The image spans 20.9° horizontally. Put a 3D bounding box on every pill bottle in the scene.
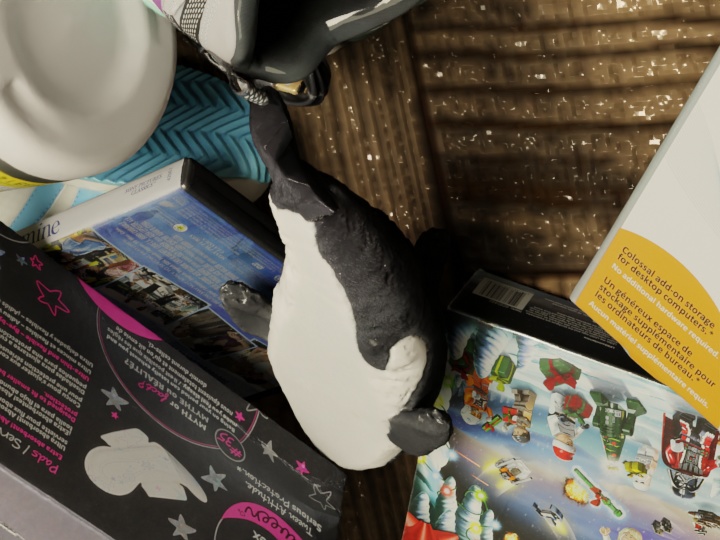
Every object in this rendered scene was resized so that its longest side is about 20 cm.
[{"bbox_3d":[-0.177,-0.080,0.749,0.200,0.111,0.112,-7,112,38],"label":"pill bottle"}]

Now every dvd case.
[{"bbox_3d":[-0.099,0.023,0.828,0.200,0.018,0.143,-20,140,33],"label":"dvd case"}]

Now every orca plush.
[{"bbox_3d":[0.000,0.000,0.745,0.105,0.071,0.200,21,149,36],"label":"orca plush"}]

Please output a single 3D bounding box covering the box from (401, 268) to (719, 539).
[{"bbox_3d":[0.120,0.096,0.788,0.199,0.040,0.137,19,123,17],"label":"box"}]

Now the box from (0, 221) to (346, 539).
[{"bbox_3d":[-0.126,0.097,0.766,0.200,0.115,0.132,38,123,-19],"label":"box"}]

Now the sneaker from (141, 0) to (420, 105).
[{"bbox_3d":[0.007,-0.144,0.647,0.200,0.078,0.140,-56,46,19],"label":"sneaker"}]

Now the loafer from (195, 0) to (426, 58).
[{"bbox_3d":[0.005,-0.124,0.718,0.200,0.063,0.072,-23,104,33],"label":"loafer"}]

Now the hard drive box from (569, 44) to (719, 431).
[{"bbox_3d":[0.182,-0.022,0.638,0.156,0.077,0.200,41,132,18],"label":"hard drive box"}]

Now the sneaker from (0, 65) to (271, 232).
[{"bbox_3d":[-0.119,-0.032,0.830,0.199,0.077,0.081,-5,132,27],"label":"sneaker"}]

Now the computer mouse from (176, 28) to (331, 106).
[{"bbox_3d":[-0.093,-0.093,0.769,0.200,0.034,0.059,16,126,39],"label":"computer mouse"}]
